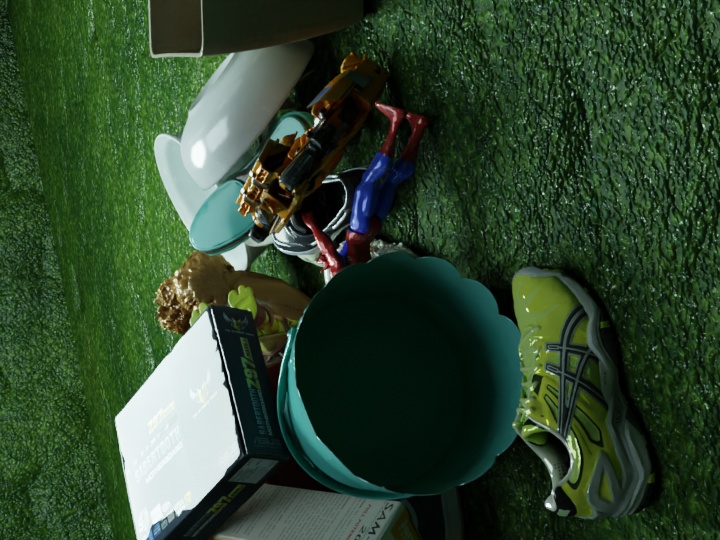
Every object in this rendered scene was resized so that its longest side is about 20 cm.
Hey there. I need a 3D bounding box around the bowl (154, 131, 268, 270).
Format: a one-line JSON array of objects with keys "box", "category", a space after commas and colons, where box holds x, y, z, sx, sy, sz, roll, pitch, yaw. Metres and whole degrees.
[{"box": [-0.162, -0.099, 1.587, 0.201, 0.090, 0.202, 46, 155, 28], "category": "bowl"}]

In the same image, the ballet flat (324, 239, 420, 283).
[{"box": [0.000, 0.000, 1.294, 0.200, 0.064, 0.076, 177, 84, -69], "category": "ballet flat"}]

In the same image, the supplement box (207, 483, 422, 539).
[{"box": [-0.032, 0.270, 1.180, 0.199, 0.074, 0.126, -1, 126, 40], "category": "supplement box"}]

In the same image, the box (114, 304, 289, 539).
[{"box": [-0.151, 0.152, 1.182, 0.200, 0.051, 0.158, -46, 47, 36], "category": "box"}]

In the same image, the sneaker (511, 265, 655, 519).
[{"box": [0.147, 0.085, 0.943, 0.076, 0.076, 0.201, 113, 143, -56], "category": "sneaker"}]

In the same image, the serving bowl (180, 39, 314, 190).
[{"box": [-0.136, -0.186, 1.403, 0.200, 0.066, 0.200, -49, 15, 17], "category": "serving bowl"}]

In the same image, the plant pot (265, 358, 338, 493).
[{"box": [-0.050, 0.174, 1.335, 0.177, 0.199, 0.200, 67, 157, 2], "category": "plant pot"}]

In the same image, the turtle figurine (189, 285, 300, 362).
[{"box": [-0.108, 0.065, 1.374, 0.199, 0.161, 0.065, -11, 74, 29], "category": "turtle figurine"}]

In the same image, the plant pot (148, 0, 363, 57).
[{"box": [-0.101, -0.312, 1.267, 0.200, 0.176, 0.201, -160, 67, -65], "category": "plant pot"}]

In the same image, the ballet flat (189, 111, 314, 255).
[{"box": [-0.100, -0.088, 1.364, 0.200, 0.070, 0.067, -46, 72, 25], "category": "ballet flat"}]

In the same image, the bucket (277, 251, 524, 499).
[{"box": [0.027, 0.096, 1.091, 0.135, 0.206, 0.208, 137, 122, -71], "category": "bucket"}]

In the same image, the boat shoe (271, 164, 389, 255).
[{"box": [-0.048, -0.058, 1.325, 0.200, 0.068, 0.072, -18, 85, 53], "category": "boat shoe"}]

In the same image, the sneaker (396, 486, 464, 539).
[{"box": [0.028, 0.177, 1.225, 0.070, 0.108, 0.201, 161, 98, -69], "category": "sneaker"}]

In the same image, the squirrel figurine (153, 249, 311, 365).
[{"box": [-0.152, 0.062, 1.573, 0.200, 0.142, 0.187, 41, 170, 7], "category": "squirrel figurine"}]

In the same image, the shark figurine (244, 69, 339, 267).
[{"box": [-0.080, -0.108, 1.446, 0.128, 0.089, 0.216, -5, 103, 35], "category": "shark figurine"}]

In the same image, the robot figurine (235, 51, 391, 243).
[{"box": [-0.049, -0.113, 1.212, 0.058, 0.200, 0.145, 37, 142, 1], "category": "robot figurine"}]

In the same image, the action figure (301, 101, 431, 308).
[{"box": [-0.010, -0.057, 1.190, 0.099, 0.065, 0.201, 21, 98, 40], "category": "action figure"}]
